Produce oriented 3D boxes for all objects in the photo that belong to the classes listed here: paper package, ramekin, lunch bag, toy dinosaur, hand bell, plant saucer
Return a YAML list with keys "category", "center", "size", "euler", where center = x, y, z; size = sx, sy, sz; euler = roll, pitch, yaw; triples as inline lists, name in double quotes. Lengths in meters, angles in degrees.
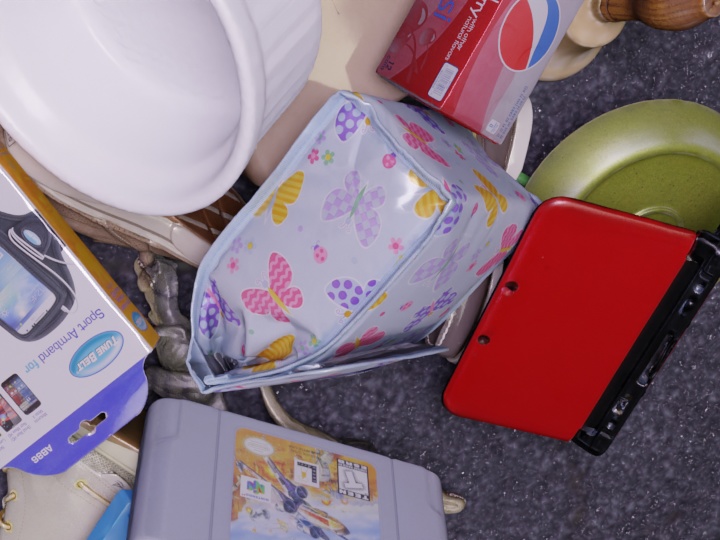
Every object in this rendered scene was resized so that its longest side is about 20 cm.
- category: "paper package"
  center: [-0.045, -0.185, 0.781]
  size: [0.190, 0.103, 0.200]
  euler: [-34, 110, -12]
- category: "ramekin"
  center: [-0.117, -0.137, 0.649]
  size: [0.201, 0.200, 0.098]
  euler: [59, 45, -19]
- category: "lunch bag"
  center: [0.000, 0.000, 0.771]
  size: [0.200, 0.169, 0.127]
  euler: [-46, 71, 19]
- category: "toy dinosaur"
  center: [-0.122, 0.086, 0.818]
  size: [0.088, 0.047, 0.200]
  euler: [-27, 94, 18]
- category: "hand bell"
  center: [0.172, -0.176, 0.811]
  size: [0.104, 0.200, 0.104]
  euler: [-4, 101, -19]
- category: "plant saucer"
  center: [0.208, -0.029, 0.902]
  size: [0.199, 0.031, 0.200]
  euler: [-8, 124, -13]
- category: "toy dinosaur"
  center: [-0.001, 0.140, 0.859]
  size: [0.200, 0.088, 0.047]
  euler: [39, 96, -23]

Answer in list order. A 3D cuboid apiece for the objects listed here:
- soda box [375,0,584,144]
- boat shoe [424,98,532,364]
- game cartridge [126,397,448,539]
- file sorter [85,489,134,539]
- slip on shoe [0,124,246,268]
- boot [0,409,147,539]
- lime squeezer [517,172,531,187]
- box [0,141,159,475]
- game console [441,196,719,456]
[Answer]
- category: "soda box"
  center: [0.095, -0.181, 0.719]
  size: [0.070, 0.063, 0.200]
  euler: [20, 103, -48]
- category: "boat shoe"
  center: [0.069, -0.035, 0.868]
  size: [0.059, 0.072, 0.201]
  euler: [12, 91, -22]
- category: "game cartridge"
  center: [-0.037, 0.153, 0.728]
  size: [0.199, 0.133, 0.042]
  euler: [18, 119, -16]
- category: "file sorter"
  center: [-0.087, 0.240, 0.776]
  size: [0.200, 0.123, 0.139]
  euler: [21, 108, -47]
- category: "slip on shoe"
  center: [-0.150, -0.043, 0.785]
  size: [0.061, 0.076, 0.200]
  euler: [-34, 139, 32]
- category: "boot"
  center: [-0.220, 0.136, 0.787]
  size: [0.200, 0.072, 0.155]
  euler: [31, 104, -4]
- category: "lime squeezer"
  center: [0.203, -0.057, 0.931]
  size: [0.199, 0.038, 0.071]
  euler: [-8, 102, -18]
- category: "box"
  center: [-0.210, 0.019, 0.706]
  size: [0.119, 0.041, 0.200]
  euler: [-37, 100, 4]
- category: "game console"
  center: [0.170, 0.020, 0.855]
  size: [0.119, 0.172, 0.200]
  euler: [33, 129, 13]
